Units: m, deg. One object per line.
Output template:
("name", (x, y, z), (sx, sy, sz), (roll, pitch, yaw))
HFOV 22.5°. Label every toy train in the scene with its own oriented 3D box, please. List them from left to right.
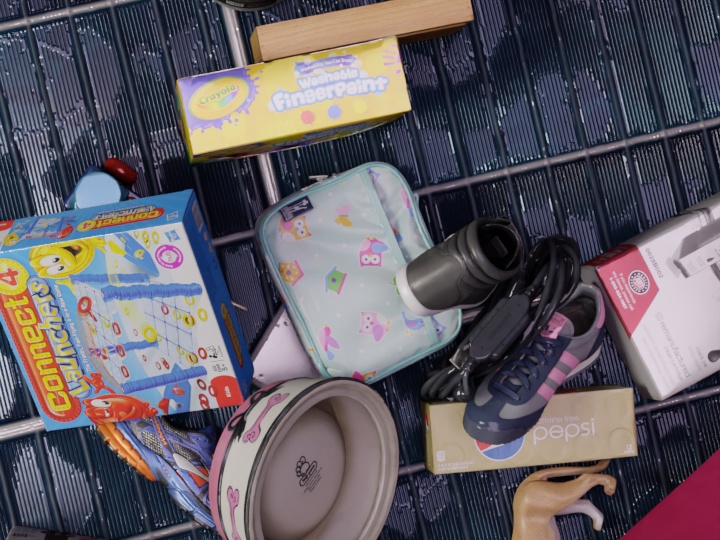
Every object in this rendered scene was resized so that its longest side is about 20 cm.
("toy train", (-0.181, -0.024, 1.668), (0.200, 0.116, 0.085), (35, 86, -5))

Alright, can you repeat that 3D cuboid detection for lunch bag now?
("lunch bag", (0.000, 0.000, 1.707), (0.160, 0.077, 0.201), (-24, 93, -6))

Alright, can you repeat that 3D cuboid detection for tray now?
("tray", (0.000, -0.225, 1.699), (0.199, 0.099, 0.037), (-11, 92, -7))

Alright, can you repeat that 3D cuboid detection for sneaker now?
("sneaker", (-0.151, 0.186, 1.692), (0.200, 0.075, 0.079), (41, 82, -6))
("sneaker", (0.117, -0.012, 1.657), (0.099, 0.200, 0.071), (-27, 88, 28))
("sneaker", (0.161, 0.081, 1.681), (0.070, 0.082, 0.200), (26, 45, 24))

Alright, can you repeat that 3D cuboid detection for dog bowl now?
("dog bowl", (-0.055, 0.188, 1.644), (0.200, 0.074, 0.201), (-17, 113, -45))

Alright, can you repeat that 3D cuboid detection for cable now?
("cable", (0.136, 0.048, 1.681), (0.051, 0.163, 0.200), (40, 74, 0))

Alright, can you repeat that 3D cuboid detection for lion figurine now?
("lion figurine", (0.170, 0.263, 1.736), (0.122, 0.073, 0.201), (12, 74, 1))

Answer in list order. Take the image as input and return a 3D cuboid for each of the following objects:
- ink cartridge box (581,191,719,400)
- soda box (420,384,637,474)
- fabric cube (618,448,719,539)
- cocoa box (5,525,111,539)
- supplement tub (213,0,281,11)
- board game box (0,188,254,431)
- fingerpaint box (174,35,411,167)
("ink cartridge box", (0.334, 0.015, 1.742), (0.199, 0.083, 0.147), (-28, 92, -6))
("soda box", (0.161, 0.151, 1.731), (0.199, 0.064, 0.068), (-4, 90, -6))
("fabric cube", (0.370, 0.307, 1.659), (0.199, 0.200, 0.196), (-40, 117, -6))
("cocoa box", (-0.262, 0.311, 1.612), (0.131, 0.200, 0.134), (8, 88, -7))
("supplement tub", (-0.099, -0.308, 1.638), (0.122, 0.200, 0.123), (0, 90, -7))
("board game box", (-0.217, 0.039, 1.619), (0.195, 0.056, 0.201), (-9, 121, 13))
("fingerpaint box", (-0.066, -0.151, 1.658), (0.199, 0.167, 0.074), (-12, 91, -7))
